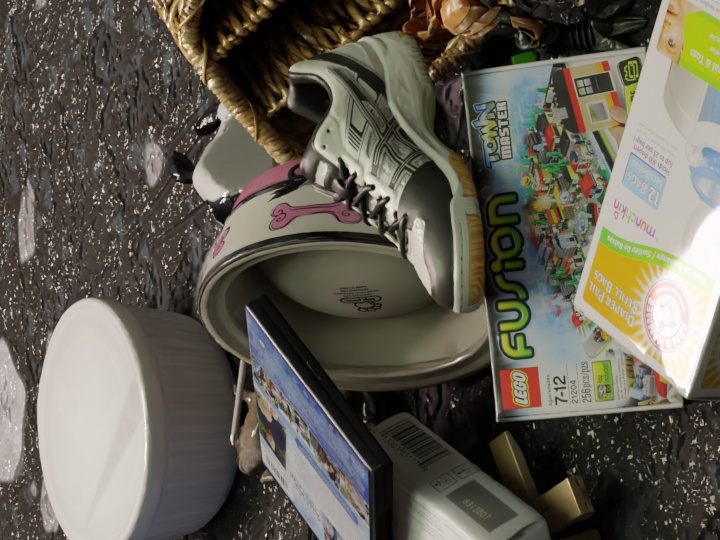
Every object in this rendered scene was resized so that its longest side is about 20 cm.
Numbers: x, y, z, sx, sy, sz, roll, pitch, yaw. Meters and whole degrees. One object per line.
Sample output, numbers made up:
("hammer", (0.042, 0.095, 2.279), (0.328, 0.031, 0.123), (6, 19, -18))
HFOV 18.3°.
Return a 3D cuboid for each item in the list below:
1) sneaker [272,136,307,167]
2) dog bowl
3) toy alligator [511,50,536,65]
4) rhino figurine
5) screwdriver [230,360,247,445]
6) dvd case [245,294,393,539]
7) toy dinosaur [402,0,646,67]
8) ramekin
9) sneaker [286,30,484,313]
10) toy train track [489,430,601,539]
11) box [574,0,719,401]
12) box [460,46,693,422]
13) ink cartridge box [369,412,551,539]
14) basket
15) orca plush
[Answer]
("sneaker", (-0.010, -0.023, 1.529), (0.073, 0.084, 0.201), (50, 153, 35))
("dog bowl", (0.000, 0.000, 1.397), (0.200, 0.199, 0.074), (-40, 39, 51))
("toy alligator", (0.119, -0.031, 1.328), (0.054, 0.059, 0.201), (-68, -37, -83))
("rhino figurine", (-0.043, 0.106, 1.578), (0.200, 0.060, 0.088), (-17, 70, 59))
("screwdriver", (-0.081, 0.028, 1.616), (0.028, 0.029, 0.201), (-1, 63, 19))
("dvd case", (-0.023, 0.120, 1.401), (0.143, 0.018, 0.200), (51, 160, 28))
("toy dinosaur", (0.082, -0.173, 1.302), (0.200, 0.135, 0.103), (-4, 88, 59))
("ramekin", (-0.171, 0.122, 1.752), (0.202, 0.094, 0.203), (-1, 88, 58))
("sneaker", (0.012, -0.049, 1.283), (0.076, 0.087, 0.200), (93, 162, -48))
("toy train track", (0.098, 0.167, 1.384), (0.200, 0.032, 0.115), (-45, 60, 56))
("box", (0.201, -0.045, 1.143), (0.112, 0.101, 0.201), (44, 126, 50))
("box", (0.122, -0.019, 1.265), (0.110, 0.035, 0.201), (-7, 88, 17))
("ink cartridge box", (0.072, 0.206, 1.384), (0.162, 0.057, 0.201), (33, 148, 53))
("basket", (-0.022, -0.185, 1.398), (0.200, 0.143, 0.149), (-39, 49, 8))
("orca plush", (-0.087, -0.063, 1.609), (0.200, 0.105, 0.071), (-132, 31, -61))
